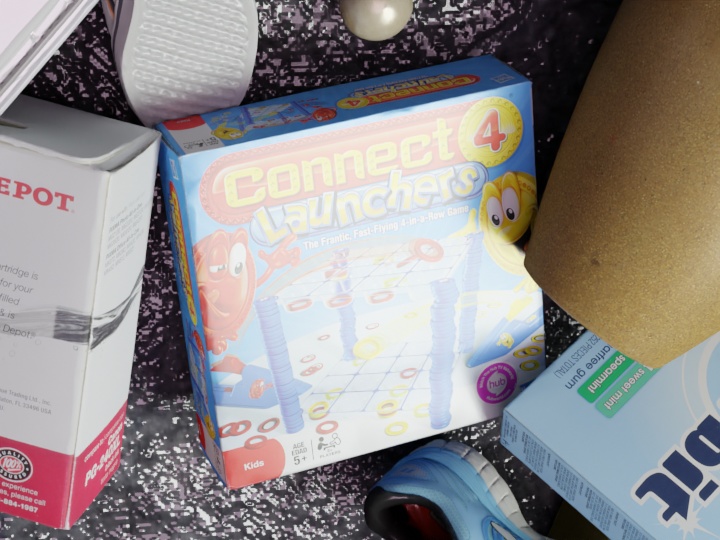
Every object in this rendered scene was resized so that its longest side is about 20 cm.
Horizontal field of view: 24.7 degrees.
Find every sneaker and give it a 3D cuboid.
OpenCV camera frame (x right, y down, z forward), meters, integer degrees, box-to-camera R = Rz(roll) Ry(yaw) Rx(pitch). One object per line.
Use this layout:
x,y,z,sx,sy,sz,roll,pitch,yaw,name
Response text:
-0.099,-0.160,0.827,0.078,0.080,0.201,-16,141,-13,sneaker
0.077,0.184,0.930,0.090,0.200,0.079,-13,135,-50,sneaker

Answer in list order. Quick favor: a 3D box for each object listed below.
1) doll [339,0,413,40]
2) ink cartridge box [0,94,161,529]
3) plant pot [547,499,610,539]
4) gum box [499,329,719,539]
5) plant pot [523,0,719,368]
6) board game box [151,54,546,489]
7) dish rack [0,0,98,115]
-0.009,-0.210,0.830,0.136,0.048,0.201,-29,119,-22,doll
-0.190,0.012,0.847,0.144,0.083,0.202,15,112,10,ink cartridge box
0.226,0.221,0.981,0.193,0.200,0.197,15,109,-17,plant pot
0.206,0.094,0.901,0.170,0.200,0.045,-40,156,-21,gum box
0.179,-0.056,0.859,0.186,0.187,0.201,31,104,-21,plant pot
0.000,0.000,0.903,0.198,0.056,0.198,-14,116,-16,board game box
-0.205,-0.137,0.711,0.171,0.044,0.200,40,100,-20,dish rack
